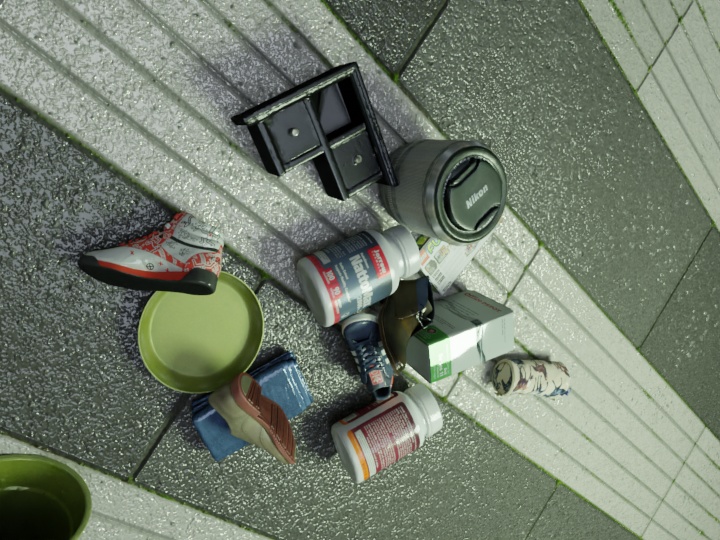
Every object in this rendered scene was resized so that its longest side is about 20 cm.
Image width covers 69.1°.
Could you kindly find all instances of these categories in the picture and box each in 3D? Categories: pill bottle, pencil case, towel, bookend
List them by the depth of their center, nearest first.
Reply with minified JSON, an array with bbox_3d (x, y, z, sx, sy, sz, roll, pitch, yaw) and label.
[{"bbox_3d":[-0.068,-0.188,0.827,0.197,0.092,0.203,-30,114,-16],"label":"bookend"},{"bbox_3d":[0.000,0.000,0.894,0.196,0.119,0.123,-26,113,-19],"label":"pill bottle"},{"bbox_3d":[-0.183,0.232,0.899,0.196,0.048,0.114,-28,113,-19],"label":"towel"},{"bbox_3d":[0.052,0.304,0.999,0.196,0.114,0.117,-23,112,-19],"label":"pill bottle"},{"bbox_3d":[0.382,0.246,1.172,0.195,0.077,0.093,9,85,-28],"label":"pencil case"}]

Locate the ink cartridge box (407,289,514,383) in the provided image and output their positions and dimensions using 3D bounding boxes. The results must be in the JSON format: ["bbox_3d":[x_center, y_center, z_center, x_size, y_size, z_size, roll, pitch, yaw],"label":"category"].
[{"bbox_3d":[0.175,0.118,0.997,0.195,0.146,0.086,-16,111,-21],"label":"ink cartridge box"}]

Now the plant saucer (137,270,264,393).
[{"bbox_3d":[-0.253,0.095,0.840,0.194,0.031,0.207,-7,106,-25],"label":"plant saucer"}]

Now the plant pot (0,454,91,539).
[{"bbox_3d":[-0.496,0.401,0.722,0.195,0.201,0.194,12,111,-28],"label":"plant pot"}]

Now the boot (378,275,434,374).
[{"bbox_3d":[0.084,0.082,0.900,0.095,0.203,0.076,-19,129,14],"label":"boot"}]

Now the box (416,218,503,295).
[{"bbox_3d":[0.184,-0.066,1.019,0.201,0.035,0.110,-49,118,-8],"label":"box"}]

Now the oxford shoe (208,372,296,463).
[{"bbox_3d":[-0.172,0.251,0.857,0.073,0.071,0.203,-24,117,10],"label":"oxford shoe"}]

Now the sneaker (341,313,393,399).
[{"bbox_3d":[0.021,0.158,0.922,0.073,0.086,0.202,-17,137,8],"label":"sneaker"}]

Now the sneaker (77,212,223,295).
[{"bbox_3d":[-0.300,-0.031,0.771,0.195,0.068,0.111,7,64,-3],"label":"sneaker"}]

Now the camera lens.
[{"bbox_3d":[0.136,-0.137,0.882,0.156,0.199,0.165,-7,106,-24],"label":"camera lens"}]
